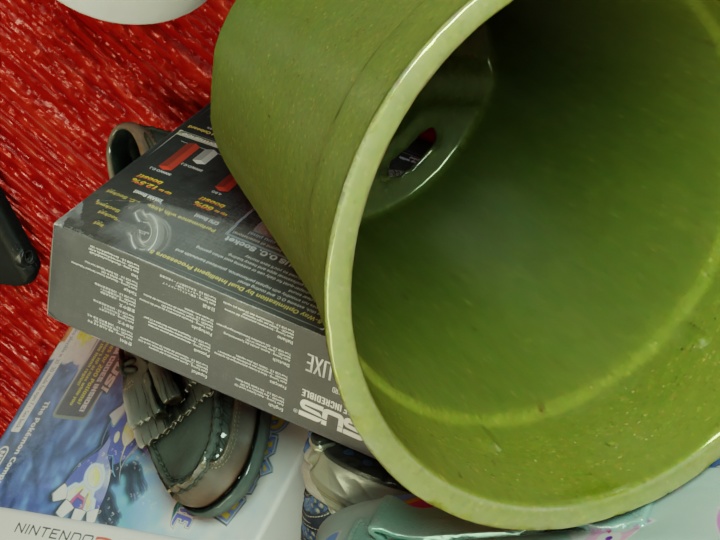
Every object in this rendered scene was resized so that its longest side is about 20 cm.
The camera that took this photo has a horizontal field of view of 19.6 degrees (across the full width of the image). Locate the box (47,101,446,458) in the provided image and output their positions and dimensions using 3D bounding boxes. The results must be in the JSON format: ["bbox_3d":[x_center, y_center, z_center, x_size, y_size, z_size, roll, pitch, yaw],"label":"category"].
[{"bbox_3d":[0.000,0.000,0.842,0.200,0.158,0.050,22,126,17],"label":"box"}]

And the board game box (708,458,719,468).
[{"bbox_3d":[0.231,0.070,0.751,0.200,0.153,0.040,38,-174,-8],"label":"board game box"}]

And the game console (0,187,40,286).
[{"bbox_3d":[-0.275,-0.073,1.107,0.177,0.031,0.200,11,141,32],"label":"game console"}]

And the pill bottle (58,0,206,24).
[{"bbox_3d":[-0.056,-0.174,0.712,0.113,0.113,0.200,36,148,-4],"label":"pill bottle"}]

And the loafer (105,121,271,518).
[{"bbox_3d":[-0.085,0.017,0.906,0.072,0.200,0.063,-38,130,27],"label":"loafer"}]

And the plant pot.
[{"bbox_3d":[0.038,-0.041,0.725,0.190,0.200,0.200,38,163,56],"label":"plant pot"}]

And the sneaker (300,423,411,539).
[{"bbox_3d":[0.068,0.118,0.823,0.200,0.077,0.085,21,122,5],"label":"sneaker"}]

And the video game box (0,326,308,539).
[{"bbox_3d":[-0.074,0.065,0.951,0.182,0.200,0.047,4,144,36],"label":"video game box"}]

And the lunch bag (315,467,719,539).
[{"bbox_3d":[0.071,0.148,0.748,0.200,0.077,0.161,-10,121,25],"label":"lunch bag"}]
